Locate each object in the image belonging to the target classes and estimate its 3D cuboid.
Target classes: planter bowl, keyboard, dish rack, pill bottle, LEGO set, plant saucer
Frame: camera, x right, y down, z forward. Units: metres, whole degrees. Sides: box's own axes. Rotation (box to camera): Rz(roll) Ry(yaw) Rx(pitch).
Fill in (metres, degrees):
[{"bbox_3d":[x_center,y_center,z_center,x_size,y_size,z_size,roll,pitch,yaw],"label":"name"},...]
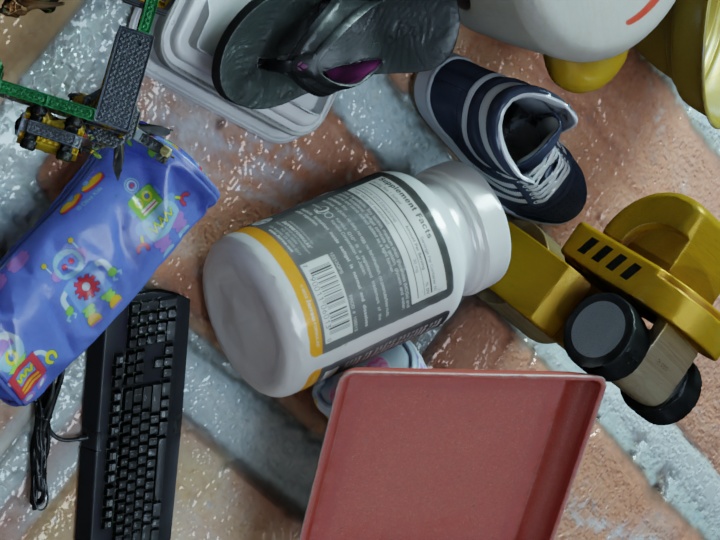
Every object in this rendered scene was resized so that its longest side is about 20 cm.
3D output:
[{"bbox_3d":[0.250,-0.213,1.421,0.200,0.083,0.203,13,90,-68],"label":"planter bowl"},{"bbox_3d":[-0.172,0.113,1.272,0.126,0.021,0.202,-7,110,-37],"label":"keyboard"},{"bbox_3d":[-0.047,-0.193,1.240,0.171,0.043,0.202,26,89,-41],"label":"dish rack"},{"bbox_3d":[0.000,0.000,1.303,0.199,0.116,0.118,-23,120,-31],"label":"pill bottle"},{"bbox_3d":[-0.173,-0.162,1.129,0.152,0.116,0.203,9,87,-11],"label":"LEGO set"},{"bbox_3d":[0.055,0.144,1.334,0.197,0.037,0.202,2,124,-19],"label":"plant saucer"}]

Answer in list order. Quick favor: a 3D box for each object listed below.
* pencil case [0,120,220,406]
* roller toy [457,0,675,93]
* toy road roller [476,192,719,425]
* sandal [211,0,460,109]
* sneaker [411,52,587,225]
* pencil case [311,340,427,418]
[{"bbox_3d":[-0.179,-0.007,1.181,0.200,0.078,0.087,-48,128,-14],"label":"pencil case"},{"bbox_3d":[0.139,-0.240,1.305,0.182,0.139,0.202,23,92,-41],"label":"roller toy"},{"bbox_3d":[0.191,0.005,1.391,0.147,0.200,0.123,-54,136,0],"label":"toy road roller"},{"bbox_3d":[-0.007,-0.151,1.227,0.199,0.048,0.076,-17,117,-34],"label":"sandal"},{"bbox_3d":[0.128,-0.081,1.377,0.200,0.108,0.070,39,82,-41],"label":"sneaker"},{"bbox_3d":[0.038,0.138,1.407,0.201,0.090,0.084,62,40,-37],"label":"pencil case"}]
